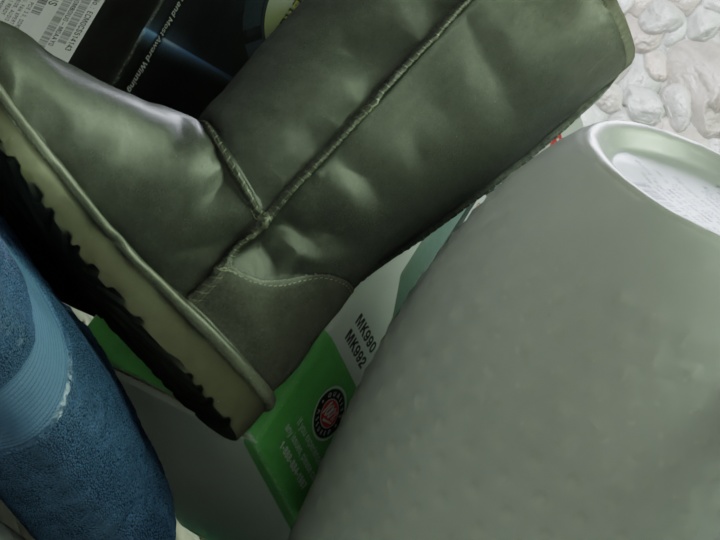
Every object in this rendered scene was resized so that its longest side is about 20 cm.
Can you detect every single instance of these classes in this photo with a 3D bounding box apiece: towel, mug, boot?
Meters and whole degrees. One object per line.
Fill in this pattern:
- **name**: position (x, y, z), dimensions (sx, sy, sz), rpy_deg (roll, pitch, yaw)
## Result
- **towel**: position (-0.115, 0.011, 0.719), dimensions (0.112, 0.048, 0.200), rpy_deg (53, -6, 40)
- **mug**: position (0.086, 0.062, 0.770), dimensions (0.147, 0.176, 0.200), rpy_deg (9, 26, -35)
- **boot**: position (-0.024, -0.069, 0.783), dimensions (0.182, 0.200, 0.073), rpy_deg (50, -14, -23)

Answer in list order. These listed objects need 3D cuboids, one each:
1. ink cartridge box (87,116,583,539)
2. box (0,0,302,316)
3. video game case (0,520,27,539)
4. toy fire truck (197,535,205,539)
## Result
- **ink cartridge box**: position (0.000, 0.000, 0.900), dimensions (0.084, 0.200, 0.146), rpy_deg (24, -22, 26)
- **box**: position (-0.066, -0.094, 0.902), dimensions (0.200, 0.086, 0.164), rpy_deg (-62, 154, -17)
- **video game case**: position (-0.086, 0.171, 0.712), dimensions (0.182, 0.022, 0.200), rpy_deg (56, 15, -65)
- **toy fire truck**: position (-0.059, 0.091, 1.039), dimensions (0.141, 0.049, 0.200), rpy_deg (-94, 164, -65)
